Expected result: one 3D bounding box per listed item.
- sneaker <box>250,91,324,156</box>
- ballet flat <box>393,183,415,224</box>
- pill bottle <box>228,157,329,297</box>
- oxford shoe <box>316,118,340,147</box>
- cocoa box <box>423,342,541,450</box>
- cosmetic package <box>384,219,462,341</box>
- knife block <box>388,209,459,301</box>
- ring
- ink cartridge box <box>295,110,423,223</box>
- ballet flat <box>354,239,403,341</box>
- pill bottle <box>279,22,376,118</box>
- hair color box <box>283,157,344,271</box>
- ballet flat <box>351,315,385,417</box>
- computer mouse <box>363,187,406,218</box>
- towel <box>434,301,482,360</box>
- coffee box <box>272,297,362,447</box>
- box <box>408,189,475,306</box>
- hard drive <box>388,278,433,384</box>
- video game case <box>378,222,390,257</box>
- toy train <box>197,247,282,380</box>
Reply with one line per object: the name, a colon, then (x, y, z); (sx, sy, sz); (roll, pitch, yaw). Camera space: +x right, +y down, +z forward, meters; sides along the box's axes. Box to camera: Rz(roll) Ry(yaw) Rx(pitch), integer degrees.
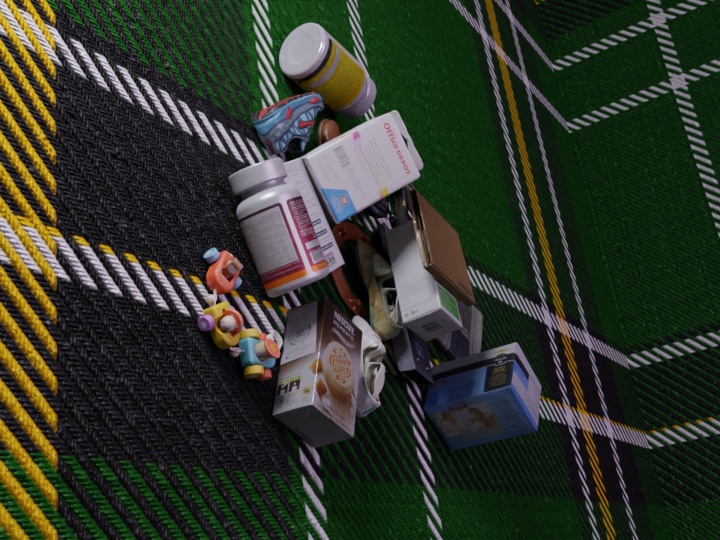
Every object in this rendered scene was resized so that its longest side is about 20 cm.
sneaker: (-0.126, -0.260, 1.555); (0.200, 0.079, 0.097); (-39, 116, -52)
ballet flat: (0.096, -0.176, 1.898); (0.046, 0.067, 0.202); (0, 67, -56)
pill bottle: (-0.132, -0.068, 1.364); (0.109, 0.109, 0.202); (-24, 94, -62)
oxford shoe: (-0.036, -0.210, 1.673); (0.071, 0.071, 0.202); (17, 56, -55)
cocoa box: (0.248, 0.257, 1.740); (0.134, 0.198, 0.132); (56, 31, -25)
cosmetic package: (0.116, 0.016, 1.616); (0.107, 0.084, 0.202); (37, 36, -53)
knife block: (0.125, -0.029, 1.763); (0.176, 0.064, 0.201); (55, 10, -25)
ring: (0.000, 0.000, 1.655); (0.200, 0.019, 0.202); (41, 39, -44)
ink cartridge box: (0.002, -0.189, 1.555); (0.130, 0.199, 0.125); (64, -13, -11)
ballet flat: (0.041, 0.031, 1.619); (0.070, 0.070, 0.202); (16, 58, -57)
pill bottle: (-0.059, -0.387, 1.698); (0.199, 0.113, 0.116); (31, 47, -50)
hair color box: (-0.107, -0.083, 1.470); (0.100, 0.060, 0.202); (-32, 100, -62)
ballet flat: (0.016, 0.164, 1.527); (0.069, 0.069, 0.202); (42, 38, -41)
computer mouse: (0.042, -0.153, 1.795); (0.140, 0.046, 0.201); (36, 32, -29)
towel: (0.220, 0.129, 1.964); (0.193, 0.034, 0.201); (46, 38, -33)
coffee box: (-0.064, 0.160, 1.368); (0.114, 0.079, 0.202); (45, 37, -39)
box: (0.153, -0.040, 1.612); (0.200, 0.021, 0.165); (38, 36, -52)
hard drive: (0.093, 0.119, 1.694); (0.135, 0.042, 0.202); (44, 33, -60)
video game case: (0.099, 0.005, 1.767); (0.201, 0.017, 0.143); (57, 9, -18)
toy train: (-0.166, 0.065, 1.273); (0.201, 0.055, 0.151); (56, 31, -25)
